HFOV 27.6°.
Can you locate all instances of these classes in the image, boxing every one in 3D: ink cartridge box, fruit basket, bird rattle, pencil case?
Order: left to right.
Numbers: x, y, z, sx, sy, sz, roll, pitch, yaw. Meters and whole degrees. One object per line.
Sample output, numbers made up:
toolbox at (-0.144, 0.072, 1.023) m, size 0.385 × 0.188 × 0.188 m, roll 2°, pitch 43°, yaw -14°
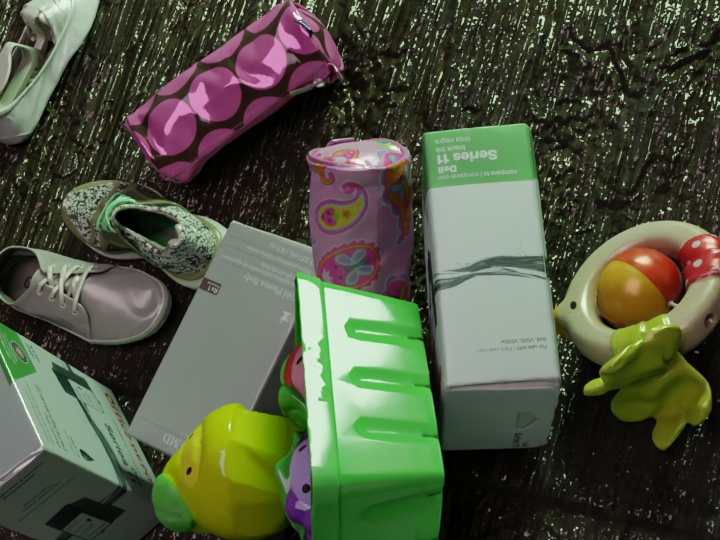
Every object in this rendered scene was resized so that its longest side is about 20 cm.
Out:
ink cartridge box at (-0.258, 0.142, 1.199) m, size 0.083 × 0.200 × 0.147 m, roll -37°, pitch 59°, yaw 5°
pencil case at (-0.111, -0.155, 1.316) m, size 0.199 × 0.091 × 0.094 m, roll -35°, pitch 72°, yaw 13°
fruit basket at (-0.050, 0.121, 1.023) m, size 0.213 × 0.156 × 0.217 m, roll 1°, pitch 44°, yaw -1°
pencil case at (0.000, 0.000, 1.141) m, size 0.087 × 0.087 × 0.202 m, roll 11°, pitch 114°, yaw 30°
ink cartridge box at (0.092, 0.017, 1.085) m, size 0.082 × 0.147 × 0.202 m, roll -4°, pitch 65°, yaw 0°
bird rattle at (0.223, 0.015, 1.070) m, size 0.163 × 0.113 × 0.201 m, roll 28°, pitch 81°, yaw 49°

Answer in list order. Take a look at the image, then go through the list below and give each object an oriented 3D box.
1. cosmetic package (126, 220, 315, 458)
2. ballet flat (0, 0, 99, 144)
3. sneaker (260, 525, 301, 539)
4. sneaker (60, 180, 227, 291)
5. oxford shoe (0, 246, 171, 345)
cosmetic package at (-0.095, 0.075, 1.210) m, size 0.106 × 0.090 × 0.201 m, roll 18°, pitch 76°, yaw 29°
ballet flat at (-0.321, -0.223, 1.461) m, size 0.069 × 0.069 × 0.201 m, roll 18°, pitch 78°, yaw 31°
sneaker at (-0.041, 0.233, 1.104) m, size 0.075 × 0.106 × 0.201 m, roll -36°, pitch 58°, yaw 9°
sneaker at (-0.202, -0.047, 1.313) m, size 0.199 × 0.089 × 0.077 m, roll 18°, pitch 78°, yaw 32°
oxford shoe at (-0.260, 0.020, 1.335) m, size 0.198 × 0.058 × 0.076 m, roll 12°, pitch 73°, yaw 29°
